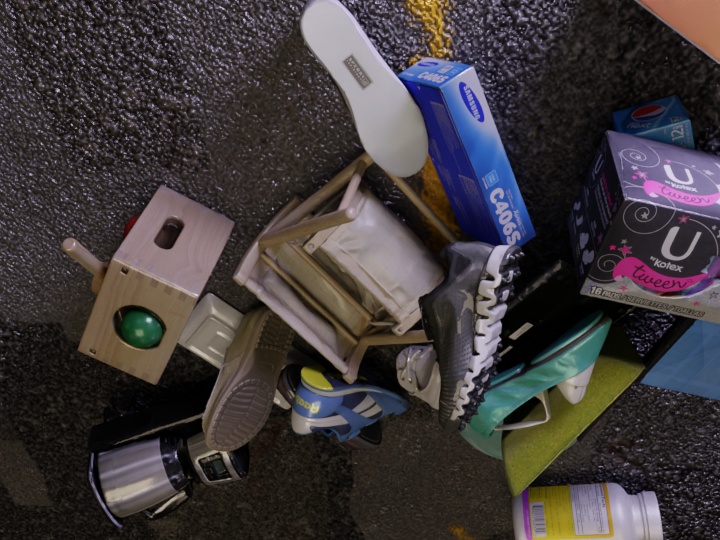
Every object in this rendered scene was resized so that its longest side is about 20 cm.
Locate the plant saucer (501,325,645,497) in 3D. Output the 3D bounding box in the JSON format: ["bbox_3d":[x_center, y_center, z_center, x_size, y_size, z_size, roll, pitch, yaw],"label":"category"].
[{"bbox_3d":[0.229,0.143,0.897,0.048,0.200,0.200,42,104,4],"label":"plant saucer"}]

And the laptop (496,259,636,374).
[{"bbox_3d":[0.209,0.045,0.867,0.199,0.104,0.177,24,126,-31],"label":"laptop"}]

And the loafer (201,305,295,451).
[{"bbox_3d":[-0.146,0.136,0.998,0.075,0.068,0.201,29,85,-34],"label":"loafer"}]

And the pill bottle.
[{"bbox_3d":[0.322,0.360,1.106,0.199,0.105,0.105,-7,124,14],"label":"pill bottle"}]

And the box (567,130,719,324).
[{"bbox_3d":[0.314,-0.037,0.730,0.199,0.133,0.115,12,128,-1],"label":"box"}]

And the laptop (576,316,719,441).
[{"bbox_3d":[0.382,0.134,0.904,0.116,0.200,0.188,40,147,19],"label":"laptop"}]

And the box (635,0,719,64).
[{"bbox_3d":[0.343,-0.261,0.663,0.199,0.107,0.152,29,124,-12],"label":"box"}]

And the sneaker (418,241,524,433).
[{"bbox_3d":[0.096,0.061,0.774,0.090,0.066,0.201,19,106,27],"label":"sneaker"}]

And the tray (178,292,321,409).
[{"bbox_3d":[-0.154,0.120,1.061,0.199,0.022,0.107,35,122,-16],"label":"tray"}]

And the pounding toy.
[{"bbox_3d":[-0.254,0.010,0.888,0.141,0.201,0.185,26,125,-10],"label":"pounding toy"}]

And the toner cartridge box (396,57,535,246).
[{"bbox_3d":[0.111,-0.118,0.804,0.043,0.095,0.201,-34,120,-11],"label":"toner cartridge box"}]

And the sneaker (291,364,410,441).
[{"bbox_3d":[-0.015,0.173,0.998,0.199,0.074,0.083,15,99,-46],"label":"sneaker"}]

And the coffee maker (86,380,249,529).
[{"bbox_3d":[-0.267,0.234,1.085,0.199,0.193,0.135,-19,144,-3],"label":"coffee maker"}]

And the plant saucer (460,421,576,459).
[{"bbox_3d":[0.218,0.198,1.050,0.198,0.036,0.201,4,126,6],"label":"plant saucer"}]

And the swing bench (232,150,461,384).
[{"bbox_3d":[0.000,0.000,0.886,0.199,0.130,0.199,-26,119,39],"label":"swing bench"}]

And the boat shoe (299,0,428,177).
[{"bbox_3d":[0.005,-0.189,0.791,0.070,0.066,0.200,-33,110,15],"label":"boat shoe"}]

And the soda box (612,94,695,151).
[{"bbox_3d":[0.323,-0.077,0.822,0.067,0.064,0.201,-13,121,17],"label":"soda box"}]

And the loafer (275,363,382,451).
[{"bbox_3d":[-0.052,0.199,1.058,0.063,0.072,0.200,-29,129,28],"label":"loafer"}]

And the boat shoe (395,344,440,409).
[{"bbox_3d":[0.075,0.124,0.946,0.069,0.071,0.200,24,168,2],"label":"boat shoe"}]

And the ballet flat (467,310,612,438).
[{"bbox_3d":[0.191,0.117,0.807,0.200,0.067,0.071,-37,85,29],"label":"ballet flat"}]
